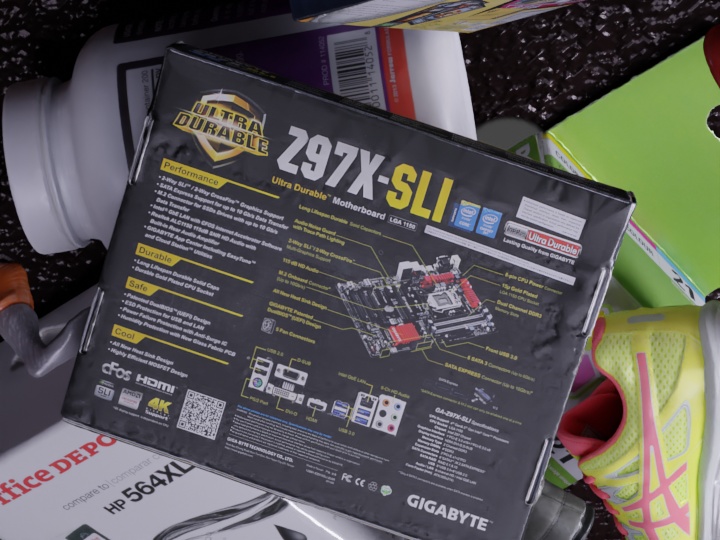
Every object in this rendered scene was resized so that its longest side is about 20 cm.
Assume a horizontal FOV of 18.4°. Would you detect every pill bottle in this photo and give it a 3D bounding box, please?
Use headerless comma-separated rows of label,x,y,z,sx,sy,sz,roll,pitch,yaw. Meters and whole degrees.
pill bottle,-0.051,-0.061,0.978,0.198,0.113,0.113,-9,132,6

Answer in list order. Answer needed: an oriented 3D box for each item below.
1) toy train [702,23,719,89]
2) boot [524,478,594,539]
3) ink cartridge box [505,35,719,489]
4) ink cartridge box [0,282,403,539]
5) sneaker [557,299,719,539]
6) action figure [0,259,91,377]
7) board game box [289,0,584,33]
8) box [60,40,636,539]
toy train,0.202,-0.072,0.925,0.084,0.201,0.116,-25,133,18
boot,0.060,0.083,1.028,0.130,0.068,0.200,33,147,-12
ink cartridge box,0.131,-0.003,1.062,0.199,0.076,0.148,-31,126,24
ink cartridge box,-0.094,0.105,1.130,0.145,0.085,0.200,-30,128,34
sneaker,0.136,0.089,1.054,0.089,0.078,0.201,5,127,4
action figure,-0.233,-0.011,0.974,0.199,0.106,0.193,25,169,-38
board game box,0.068,-0.123,0.831,0.134,0.200,0.035,-13,90,20
box,-0.006,0.014,0.904,0.198,0.049,0.161,18,98,2
